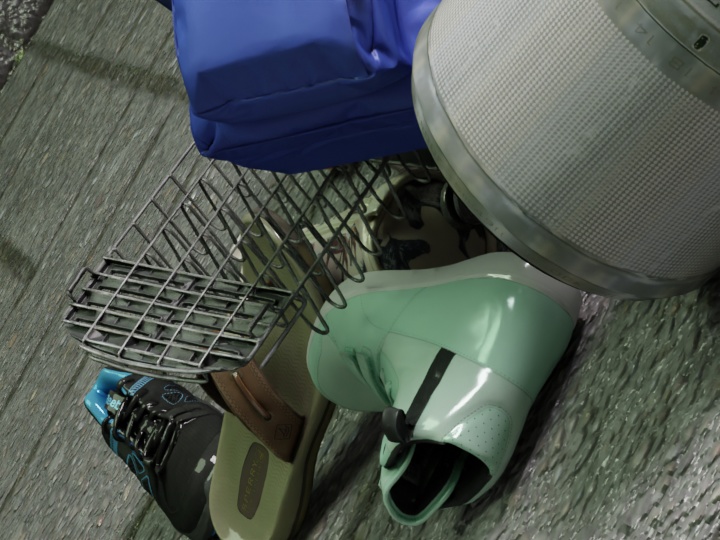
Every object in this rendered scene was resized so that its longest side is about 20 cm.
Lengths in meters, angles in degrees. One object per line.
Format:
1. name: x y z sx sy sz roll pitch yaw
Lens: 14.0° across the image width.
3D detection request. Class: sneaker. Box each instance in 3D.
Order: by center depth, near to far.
1. sneaker: 0.015 0.063 1.384 0.200 0.074 0.118 -22 38 58
2. sneaker: -0.116 0.105 1.730 0.073 0.082 0.200 -59 16 -3

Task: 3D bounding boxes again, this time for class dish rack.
1. dish rack: -0.046 -0.020 1.422 0.153 0.055 0.200 9 55 44

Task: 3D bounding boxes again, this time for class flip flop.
1. flip flop: -0.057 0.064 1.522 0.081 0.057 0.200 40 129 41

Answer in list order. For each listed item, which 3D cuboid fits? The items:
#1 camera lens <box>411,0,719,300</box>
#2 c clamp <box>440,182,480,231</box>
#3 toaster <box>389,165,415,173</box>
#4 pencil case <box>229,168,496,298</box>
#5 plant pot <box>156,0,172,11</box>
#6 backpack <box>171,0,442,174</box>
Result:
1. camera lens: 0.128 -0.098 1.173 0.200 0.160 0.160 -48 19 36
2. c clamp: 0.099 -0.067 1.402 0.200 0.027 0.171 -12 48 55
3. toaster: 0.018 -0.139 1.556 0.200 0.129 0.114 -51 17 27
4. pencil case: 0.000 0.000 1.539 0.200 0.089 0.078 -22 43 65
5. plant pot: -0.004 -0.208 1.718 0.200 0.200 0.180 -58 18 -3
6. backpack: -0.010 -0.160 1.313 0.162 0.168 0.201 -9 81 22
